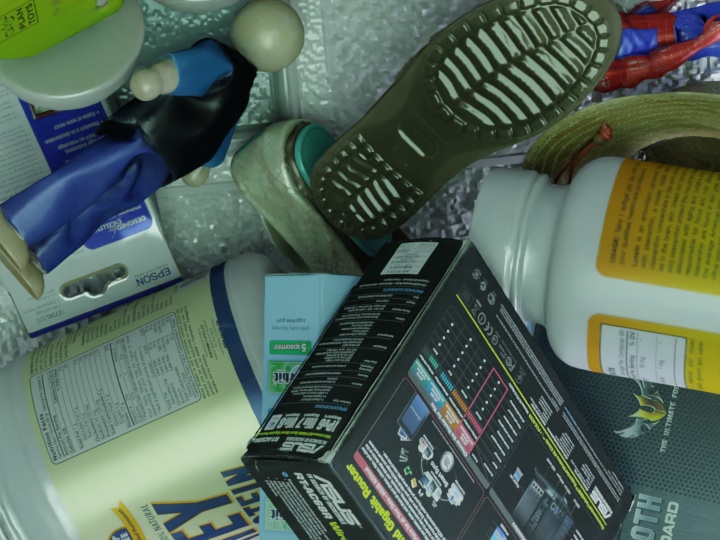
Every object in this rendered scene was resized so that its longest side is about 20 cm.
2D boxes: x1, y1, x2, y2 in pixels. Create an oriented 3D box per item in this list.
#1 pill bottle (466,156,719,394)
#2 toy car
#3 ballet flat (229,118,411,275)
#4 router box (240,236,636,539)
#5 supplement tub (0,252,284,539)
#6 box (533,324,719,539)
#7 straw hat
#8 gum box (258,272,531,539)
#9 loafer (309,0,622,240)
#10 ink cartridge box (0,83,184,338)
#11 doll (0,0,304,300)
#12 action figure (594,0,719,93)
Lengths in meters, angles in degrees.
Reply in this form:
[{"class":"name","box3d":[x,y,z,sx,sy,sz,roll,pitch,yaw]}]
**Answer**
[{"class":"pill bottle","box3d":[0.158,0.002,1.305,0.200,0.111,0.111,10,113,13]},{"class":"toy car","box3d":[-0.140,-0.193,1.276,0.200,0.175,0.150,-38,70,-17]},{"class":"ballet flat","box3d":[0.000,0.000,1.422,0.062,0.067,0.200,-21,112,38]},{"class":"router box","box3d":[0.044,0.105,1.286,0.062,0.150,0.200,-1,134,42]},{"class":"supplement tub","box3d":[-0.113,0.092,1.399,0.200,0.145,0.145,-25,112,7]},{"class":"box","box3d":[0.157,0.130,1.404,0.158,0.051,0.200,13,96,14]},{"class":"straw hat","box3d":[0.192,-0.055,1.380,0.201,0.085,0.201,12,138,10]},{"class":"gum box","box3d":[0.020,0.104,1.339,0.170,0.045,0.200,3,87,-48]},{"class":"loafer","box3d":[0.054,-0.093,1.328,0.200,0.067,0.076,-33,103,31]},{"class":"ink cartridge box","box3d":[-0.175,-0.068,1.388,0.095,0.037,0.200,-20,110,4]},{"class":"doll","box3d":[-0.107,-0.071,1.332,0.200,0.136,0.048,-39,70,-11]},{"class":"action figure","box3d":[0.182,-0.129,1.368,0.200,0.065,0.052,-9,125,-2]}]
